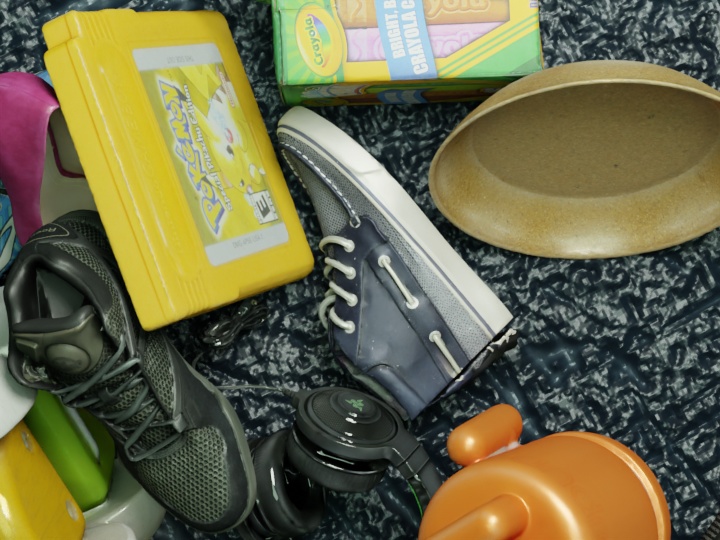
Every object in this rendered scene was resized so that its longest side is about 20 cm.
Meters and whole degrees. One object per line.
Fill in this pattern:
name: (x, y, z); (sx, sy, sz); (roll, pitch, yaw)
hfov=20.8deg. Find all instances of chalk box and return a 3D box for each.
chalk box: (0.004, -0.164, 1.168); (0.198, 0.125, 0.125); (-3, 89, 1)

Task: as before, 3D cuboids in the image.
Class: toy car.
toy car: (-0.213, 0.122, 1.141); (0.149, 0.200, 0.176); (-24, 110, 16)

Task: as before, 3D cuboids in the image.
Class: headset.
headset: (-0.026, 0.109, 1.187); (0.123, 0.094, 0.200); (-39, 91, 30)

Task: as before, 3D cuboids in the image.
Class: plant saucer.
plant saucer: (0.138, -0.069, 1.148); (0.198, 0.201, 0.036); (0, 62, 0)

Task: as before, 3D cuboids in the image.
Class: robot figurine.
robot figurine: (0.109, 0.159, 1.138); (0.143, 0.200, 0.117); (24, 107, 27)

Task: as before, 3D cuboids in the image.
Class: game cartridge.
game cartridge: (-0.101, -0.065, 1.132); (0.032, 0.200, 0.178); (-20, 90, 20)

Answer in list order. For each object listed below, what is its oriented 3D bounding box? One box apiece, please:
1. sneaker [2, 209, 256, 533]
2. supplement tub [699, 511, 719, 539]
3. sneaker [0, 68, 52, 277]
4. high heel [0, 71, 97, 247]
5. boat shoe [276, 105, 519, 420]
sneaker: (-0.133, 0.067, 1.075); (0.076, 0.114, 0.200); (-26, 95, 18)
supplement tub: (0.251, 0.197, 1.168); (0.122, 0.123, 0.201); (36, 90, 0)
sneaker: (-0.225, -0.033, 1.183); (0.078, 0.090, 0.201); (34, 89, 0)
high heel: (-0.160, -0.042, 1.137); (0.067, 0.096, 0.201); (-51, 135, -24)
boat shoe: (0.000, 0.000, 1.187); (0.093, 0.075, 0.200); (-44, 91, -12)
